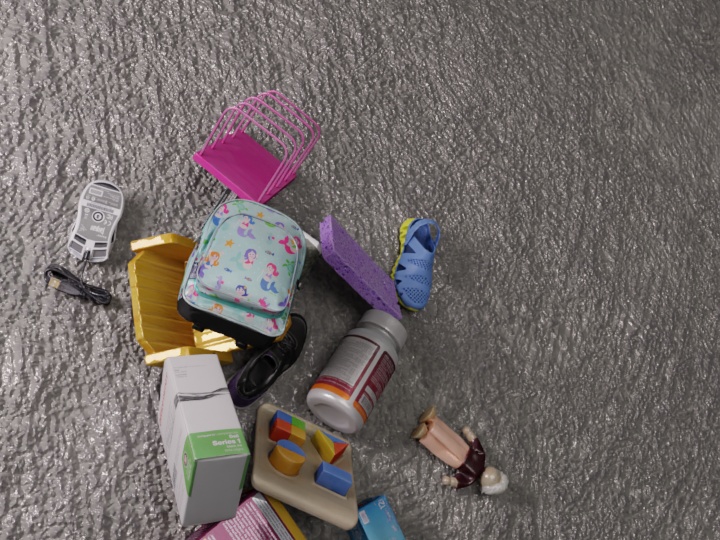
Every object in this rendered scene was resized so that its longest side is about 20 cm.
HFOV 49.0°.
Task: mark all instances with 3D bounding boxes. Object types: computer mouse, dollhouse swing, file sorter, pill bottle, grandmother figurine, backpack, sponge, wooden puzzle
[{"bbox_3d":[-0.433,-0.049,1.278,0.108,0.044,0.202,17,69,-15],"label":"computer mouse"},{"bbox_3d":[-0.235,0.038,1.252,0.181,0.174,0.202,21,55,-61],"label":"dollhouse swing"},{"bbox_3d":[-0.169,-0.222,1.376,0.139,0.126,0.200,38,26,-2],"label":"file sorter"},{"bbox_3d":[-0.001,0.172,1.372,0.109,0.109,0.201,39,58,-8],"label":"pill bottle"},{"bbox_3d":[0.185,0.341,1.434,0.199,0.061,0.122,38,67,-6],"label":"grandmother figurine"},{"bbox_3d":[-0.172,-0.007,1.199,0.176,0.151,0.202,22,59,-12],"label":"backpack"},{"bbox_3d":[0.000,0.000,1.420,0.200,0.030,0.112,46,20,-31],"label":"sponge"},{"bbox_3d":[-0.082,0.298,1.258,0.184,0.047,0.200,29,20,-15],"label":"wooden puzzle"}]

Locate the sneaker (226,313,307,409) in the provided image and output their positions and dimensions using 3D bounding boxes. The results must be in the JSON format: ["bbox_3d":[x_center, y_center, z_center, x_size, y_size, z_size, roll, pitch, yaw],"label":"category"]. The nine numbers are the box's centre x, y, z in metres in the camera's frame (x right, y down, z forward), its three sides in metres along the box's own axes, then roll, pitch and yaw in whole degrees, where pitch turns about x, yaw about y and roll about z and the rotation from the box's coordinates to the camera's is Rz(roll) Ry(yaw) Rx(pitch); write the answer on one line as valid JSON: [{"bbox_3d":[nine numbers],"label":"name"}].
[{"bbox_3d":[-0.142,0.146,1.322,0.076,0.087,0.201,41,57,-7],"label":"sneaker"}]

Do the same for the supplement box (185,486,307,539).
[{"bbox_3d":[-0.191,0.432,1.173,0.199,0.103,0.132,-33,87,-34],"label":"supplement box"}]

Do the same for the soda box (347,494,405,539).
[{"bbox_3d":[0.045,0.478,1.298,0.064,0.068,0.202,-20,80,-31],"label":"soda box"}]

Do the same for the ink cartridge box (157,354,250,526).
[{"bbox_3d":[-0.234,0.242,1.154,0.083,0.147,0.201,-2,39,-25],"label":"ink cartridge box"}]

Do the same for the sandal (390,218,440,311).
[{"bbox_3d":[0.111,-0.021,1.524,0.079,0.087,0.202,14,66,-24],"label":"sandal"}]

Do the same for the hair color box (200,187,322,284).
[{"bbox_3d":[-0.171,-0.058,1.385,0.199,0.061,0.100,34,85,-12],"label":"hair color box"}]
